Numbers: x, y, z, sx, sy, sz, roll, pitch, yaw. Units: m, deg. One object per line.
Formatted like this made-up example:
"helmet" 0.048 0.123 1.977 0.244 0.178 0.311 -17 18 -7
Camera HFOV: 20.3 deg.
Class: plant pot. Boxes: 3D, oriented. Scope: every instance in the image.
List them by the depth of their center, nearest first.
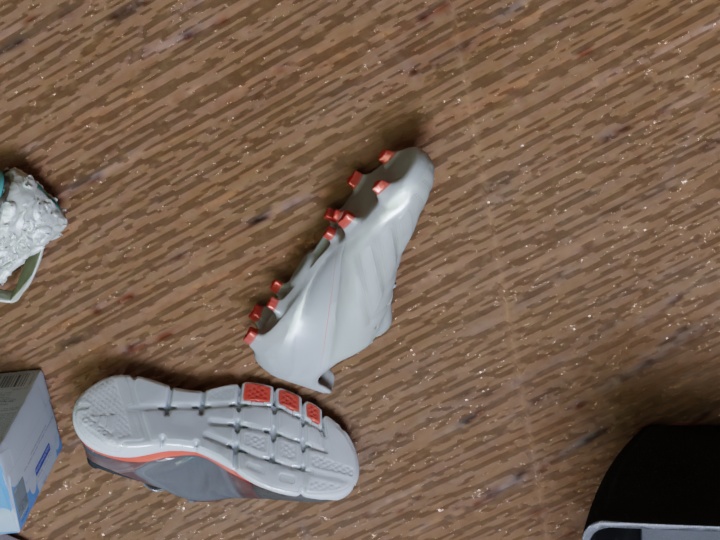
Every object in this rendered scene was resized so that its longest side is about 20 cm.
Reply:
"plant pot" 0.246 0.202 1.311 0.198 0.178 0.201 0 117 7

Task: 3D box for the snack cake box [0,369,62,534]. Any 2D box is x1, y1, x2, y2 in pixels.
"snack cake box" -0.319 0.131 1.389 0.199 0.115 0.068 -5 116 11

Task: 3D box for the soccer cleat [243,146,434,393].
"soccer cleat" 0.000 0.000 1.312 0.077 0.069 0.200 31 123 -13

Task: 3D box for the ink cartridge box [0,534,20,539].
"ink cartridge box" -0.307 0.283 1.478 0.136 0.076 0.200 26 118 -12

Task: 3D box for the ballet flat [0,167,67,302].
"ballet flat" -0.266 0.016 1.356 0.072 0.072 0.200 39 115 -11

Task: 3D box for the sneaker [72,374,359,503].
"sneaker" -0.099 0.125 1.394 0.199 0.077 0.082 14 144 2
